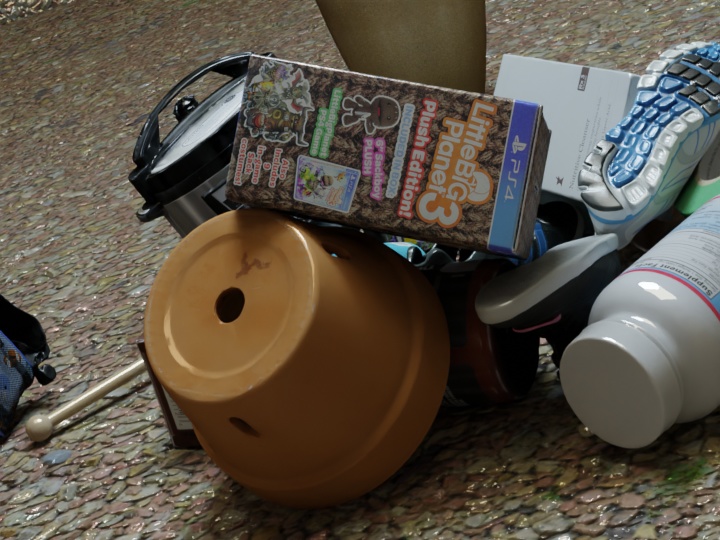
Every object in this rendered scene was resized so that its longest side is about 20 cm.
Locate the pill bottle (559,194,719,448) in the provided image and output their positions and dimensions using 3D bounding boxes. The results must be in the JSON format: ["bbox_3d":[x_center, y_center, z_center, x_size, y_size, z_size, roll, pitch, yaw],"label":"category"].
[{"bbox_3d":[0.224,0.034,1.090,0.108,0.110,0.199,6,32,45],"label":"pill bottle"}]

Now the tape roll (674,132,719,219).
[{"bbox_3d":[0.318,-0.112,1.213,0.201,0.048,0.201,-54,6,9],"label":"tape roll"}]

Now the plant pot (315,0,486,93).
[{"bbox_3d":[0.063,-0.235,1.729,0.184,0.202,0.187,-15,22,6],"label":"plant pot"}]

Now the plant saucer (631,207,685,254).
[{"bbox_3d":[0.317,-0.042,1.304,0.198,0.032,0.201,-14,22,6],"label":"plant saucer"}]

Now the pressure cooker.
[{"bbox_3d":[-0.106,-0.090,1.465,0.178,0.201,0.176,-27,20,35],"label":"pressure cooker"}]

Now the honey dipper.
[{"bbox_3d":[-0.200,0.091,1.383,0.199,0.038,0.038,-33,26,-25],"label":"honey dipper"}]

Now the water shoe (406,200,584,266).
[{"bbox_3d":[0.119,-0.026,1.351,0.071,0.080,0.199,7,32,44],"label":"water shoe"}]

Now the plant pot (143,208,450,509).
[{"bbox_3d":[-0.056,0.048,1.100,0.198,0.140,0.203,-13,63,26],"label":"plant pot"}]

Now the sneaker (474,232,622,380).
[{"bbox_3d":[0.146,0.038,1.128,0.070,0.100,0.199,-13,4,30],"label":"sneaker"}]

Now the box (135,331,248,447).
[{"bbox_3d":[-0.097,0.048,1.311,0.074,0.101,0.200,-5,24,28],"label":"box"}]

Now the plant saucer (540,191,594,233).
[{"bbox_3d":[0.247,-0.090,1.480,0.198,0.028,0.201,-15,23,6],"label":"plant saucer"}]

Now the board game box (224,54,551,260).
[{"bbox_3d":[0.025,-0.075,1.109,0.197,0.098,0.159,11,0,10],"label":"board game box"}]

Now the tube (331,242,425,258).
[{"bbox_3d":[0.000,0.000,1.304,0.077,0.051,0.200,-33,-13,20],"label":"tube"}]

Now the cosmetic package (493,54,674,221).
[{"bbox_3d":[0.190,-0.116,1.366,0.080,0.114,0.199,10,5,-30],"label":"cosmetic package"}]

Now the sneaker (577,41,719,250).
[{"bbox_3d":[0.235,-0.096,1.251,0.075,0.087,0.200,33,66,27],"label":"sneaker"}]

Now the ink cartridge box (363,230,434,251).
[{"bbox_3d":[0.100,-0.076,1.515,0.198,0.051,0.109,-22,18,-10],"label":"ink cartridge box"}]

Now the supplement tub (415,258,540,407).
[{"bbox_3d":[0.027,0.051,1.201,0.198,0.108,0.107,-6,24,27],"label":"supplement tub"}]

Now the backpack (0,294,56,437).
[{"bbox_3d":[-0.397,0.071,1.365,0.198,0.192,0.155,-7,40,25],"label":"backpack"}]
